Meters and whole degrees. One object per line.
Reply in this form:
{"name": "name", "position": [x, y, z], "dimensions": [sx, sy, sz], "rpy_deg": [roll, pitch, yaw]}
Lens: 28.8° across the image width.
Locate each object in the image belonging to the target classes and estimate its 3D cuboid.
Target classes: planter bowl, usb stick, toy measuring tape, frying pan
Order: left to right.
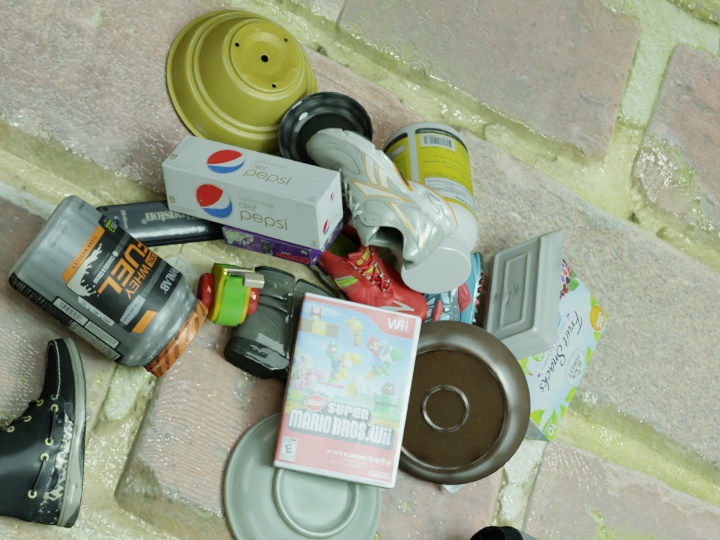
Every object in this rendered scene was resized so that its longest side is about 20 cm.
{"name": "usb stick", "position": [-0.217, -0.057, 1.635], "dimensions": [0.198, 0.033, 0.056], "rpy_deg": [-7, 79, -28]}
{"name": "toy measuring tape", "position": [-0.140, 0.031, 1.559], "dimensions": [0.073, 0.200, 0.074], "rpy_deg": [-1, 94, -16]}
{"name": "planter bowl", "position": [-0.129, -0.242, 1.702], "dimensions": [0.199, 0.083, 0.202], "rpy_deg": [8, 70, -22]}
{"name": "frying pan", "position": [-0.061, -0.129, 1.664], "dimensions": [0.114, 0.031, 0.191], "rpy_deg": [30, 75, 15]}

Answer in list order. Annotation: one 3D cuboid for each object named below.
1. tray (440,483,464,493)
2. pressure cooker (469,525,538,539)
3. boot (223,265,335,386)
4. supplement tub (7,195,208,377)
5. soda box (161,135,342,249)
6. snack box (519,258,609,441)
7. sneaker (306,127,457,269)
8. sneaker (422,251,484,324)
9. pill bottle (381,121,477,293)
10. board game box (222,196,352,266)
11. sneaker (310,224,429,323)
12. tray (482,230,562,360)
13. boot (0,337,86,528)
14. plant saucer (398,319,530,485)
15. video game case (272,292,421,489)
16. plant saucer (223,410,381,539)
{"name": "tray", "position": [0.080, 0.161, 1.684], "dimensions": [0.200, 0.107, 0.022], "rpy_deg": [47, 18, 0]}
{"name": "pressure cooker", "position": [0.205, 0.408, 1.618], "dimensions": [0.199, 0.179, 0.177], "rpy_deg": [28, 61, -16]}
{"name": "boot", "position": [-0.054, 0.082, 1.651], "dimensions": [0.199, 0.068, 0.131], "rpy_deg": [30, 66, -13]}
{"name": "supplement tub", "position": [-0.273, 0.021, 1.531], "dimensions": [0.199, 0.122, 0.123], "rpy_deg": [37, 62, -12]}
{"name": "soda box", "position": [-0.122, -0.090, 1.585], "dimensions": [0.198, 0.068, 0.064], "rpy_deg": [15, 45, 19]}
{"name": "snack box", "position": [0.227, 0.094, 1.774], "dimensions": [0.142, 0.053, 0.201], "rpy_deg": [48, 58, -31]}
{"name": "sneaker", "position": [0.009, -0.081, 1.592], "dimensions": [0.199, 0.076, 0.092], "rpy_deg": [36, 70, 11]}
{"name": "sneaker", "position": [0.095, 0.070, 1.740], "dimensions": [0.095, 0.079, 0.202], "rpy_deg": [10, 75, 6]}
{"name": "pill bottle", "position": [0.084, -0.075, 1.709], "dimensions": [0.112, 0.113, 0.201], "rpy_deg": [16, 47, -21]}
{"name": "board game box", "position": [-0.061, -0.084, 1.656], "dimensions": [0.119, 0.032, 0.200], "rpy_deg": [18, 44, 21]}
{"name": "sneaker", "position": [0.000, 0.000, 1.678], "dimensions": [0.200, 0.085, 0.077], "rpy_deg": [38, 67, 3]}
{"name": "tray", "position": [0.193, 0.030, 1.718], "dimensions": [0.022, 0.107, 0.201], "rpy_deg": [47, 36, -31]}
{"name": "boot", "position": [-0.368, 0.166, 1.470], "dimensions": [0.152, 0.073, 0.205], "rpy_deg": [4, 71, -22]}
{"name": "plant saucer", "position": [0.101, 0.160, 1.652], "dimensions": [0.198, 0.032, 0.202], "rpy_deg": [2, 99, 10]}
{"name": "video game case", "position": [-0.014, 0.137, 1.599], "dimensions": [0.142, 0.017, 0.202], "rpy_deg": [12, 76, -10]}
{"name": "plant saucer", "position": [-0.057, 0.254, 1.609], "dimensions": [0.199, 0.050, 0.202], "rpy_deg": [8, 71, -25]}
